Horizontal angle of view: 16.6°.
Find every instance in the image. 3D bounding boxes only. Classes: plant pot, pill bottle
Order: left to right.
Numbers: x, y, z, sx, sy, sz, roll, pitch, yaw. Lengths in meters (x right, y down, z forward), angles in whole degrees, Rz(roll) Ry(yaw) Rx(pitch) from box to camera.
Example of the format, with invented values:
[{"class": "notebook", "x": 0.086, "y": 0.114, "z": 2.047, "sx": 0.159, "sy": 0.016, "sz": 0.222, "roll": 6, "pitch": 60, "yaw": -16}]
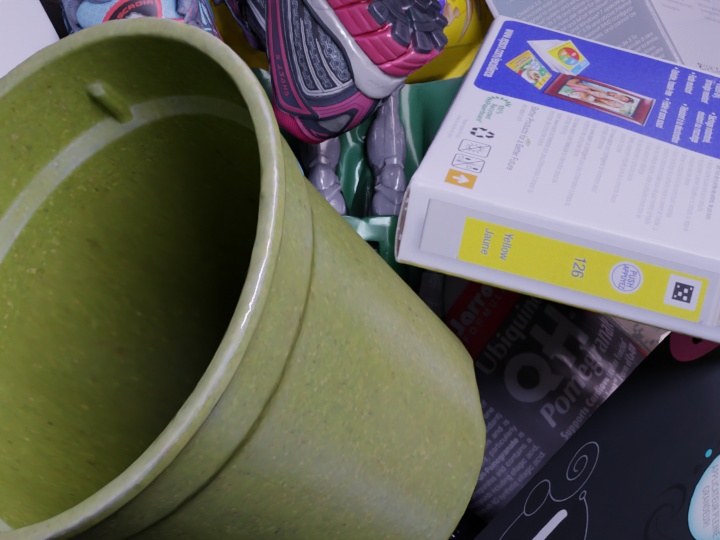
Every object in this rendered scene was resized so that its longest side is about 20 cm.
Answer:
[{"class": "plant pot", "x": -0.055, "y": 0.039, "z": 0.909, "sx": 0.184, "sy": 0.200, "sz": 0.201, "roll": 35, "pitch": 20, "yaw": -45}, {"class": "pill bottle", "x": 0.055, "y": 0.044, "z": 1.141, "sx": 0.200, "sy": 0.111, "sz": 0.111, "roll": 39, "pitch": 23, "yaw": -5}]

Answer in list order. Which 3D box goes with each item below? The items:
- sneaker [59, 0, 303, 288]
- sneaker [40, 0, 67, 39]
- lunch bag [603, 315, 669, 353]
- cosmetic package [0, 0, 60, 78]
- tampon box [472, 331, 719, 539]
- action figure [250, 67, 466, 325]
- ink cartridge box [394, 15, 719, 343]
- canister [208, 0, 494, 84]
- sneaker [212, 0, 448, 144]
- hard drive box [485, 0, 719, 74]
[{"class": "sneaker", "x": -0.089, "y": -0.078, "z": 1.031, "sx": 0.201, "sy": 0.079, "sz": 0.096, "roll": 61, "pitch": -1, "yaw": 36}, {"class": "sneaker", "x": -0.115, "y": -0.059, "z": 1.128, "sx": 0.106, "sy": 0.075, "sz": 0.201, "roll": 9, "pitch": 38, "yaw": -31}, {"class": "lunch bag", "x": 0.135, "y": 0.019, "z": 1.302, "sx": 0.164, "sy": 0.118, "sz": 0.200, "roll": 49, "pitch": 19, "yaw": 28}, {"class": "cosmetic package", "x": -0.187, "y": -0.085, "z": 1.026, "sx": 0.112, "sy": 0.081, "sz": 0.201, "roll": 16, "pitch": 34, "yaw": -45}, {"class": "tampon box", "x": 0.134, "y": 0.139, "z": 0.980, "sx": 0.126, "sy": 0.200, "sz": 0.150, "roll": 32, "pitch": 24, "yaw": -20}, {"class": "action figure", "x": 0.000, "y": 0.000, "z": 1.057, "sx": 0.117, "sy": 0.055, "sz": 0.202, "roll": -1, "pitch": 70, "yaw": -6}, {"class": "ink cartridge box", "x": 0.130, "y": -0.034, "z": 1.010, "sx": 0.199, "sy": 0.047, "sz": 0.198, "roll": 17, "pitch": 26, "yaw": 6}, {"class": "canister", "x": -0.021, "y": -0.151, "z": 1.217, "sx": 0.149, "sy": 0.087, "sz": 0.200, "roll": 50, "pitch": 24, "yaw": 11}, {"class": "sneaker", "x": -0.035, "y": -0.143, "z": 1.057, "sx": 0.080, "sy": 0.075, "sz": 0.201, "roll": 23, "pitch": 32, "yaw": -40}, {"class": "hard drive box", "x": 0.126, "y": -0.143, "z": 1.265, "sx": 0.156, "sy": 0.077, "sz": 0.201, "roll": 2, "pitch": 60, "yaw": -64}]
